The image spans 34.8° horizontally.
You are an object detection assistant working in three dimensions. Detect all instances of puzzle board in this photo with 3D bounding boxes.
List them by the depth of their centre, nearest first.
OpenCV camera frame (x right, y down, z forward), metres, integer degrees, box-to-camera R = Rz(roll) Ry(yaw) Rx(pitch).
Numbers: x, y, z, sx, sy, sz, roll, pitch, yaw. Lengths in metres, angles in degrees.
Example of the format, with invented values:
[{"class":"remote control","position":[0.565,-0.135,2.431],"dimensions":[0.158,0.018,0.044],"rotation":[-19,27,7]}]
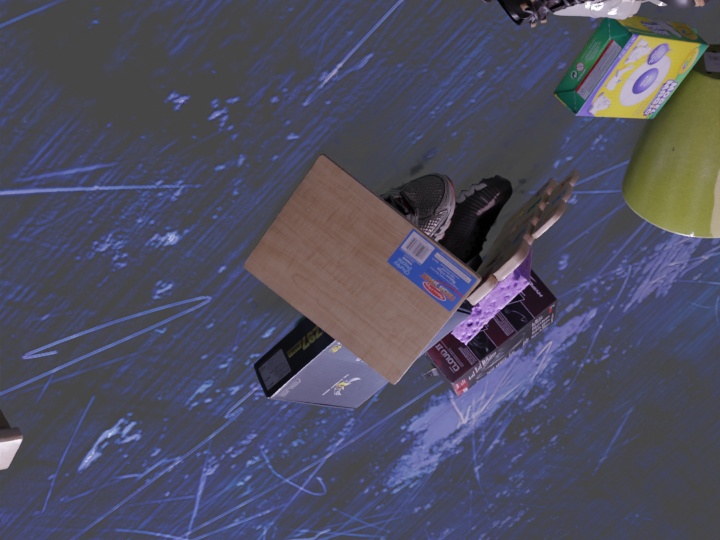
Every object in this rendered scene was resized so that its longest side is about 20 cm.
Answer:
[{"class":"puzzle board","position":[0.000,0.000,1.152],"dimensions":[0.151,0.200,0.017],"rotation":[-52,179,23]}]

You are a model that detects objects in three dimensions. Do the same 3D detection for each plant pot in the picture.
[{"class":"plant pot","position":[0.440,-0.177,1.455],"dimensions":[0.187,0.187,0.200],"rotation":[-24,135,-27]}]

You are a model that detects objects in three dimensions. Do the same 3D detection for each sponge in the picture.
[{"class":"sponge","position":[0.165,0.012,1.415],"dimensions":[0.112,0.030,0.200],"rotation":[-48,-174,21]}]

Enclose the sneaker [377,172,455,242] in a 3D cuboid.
[{"class":"sneaker","position":[0.016,-0.042,1.216],"dimensions":[0.200,0.078,0.082],"rotation":[-34,151,-10]}]

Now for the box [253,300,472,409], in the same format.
[{"class":"box","position":[0.004,0.076,1.268],"dimensions":[0.200,0.051,0.158],"rotation":[-41,149,24]}]

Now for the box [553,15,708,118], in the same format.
[{"class":"box","position":[0.324,-0.234,1.339],"dimensions":[0.200,0.048,0.117],"rotation":[-9,140,-47]}]

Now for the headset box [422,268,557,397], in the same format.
[{"class":"headset box","position":[0.169,0.090,1.574],"dimensions":[0.200,0.077,0.149],"rotation":[-37,164,-1]}]

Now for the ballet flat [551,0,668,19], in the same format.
[{"class":"ballet flat","position":[0.281,-0.293,1.178],"dimensions":[0.200,0.069,0.069],"rotation":[-22,148,-29]}]

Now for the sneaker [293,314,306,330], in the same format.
[{"class":"sneaker","position":[0.004,0.025,1.303],"dimensions":[0.200,0.078,0.086],"rotation":[-49,148,17]}]

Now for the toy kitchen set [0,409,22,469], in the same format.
[{"class":"toy kitchen set","position":[-0.346,0.127,0.931],"dimensions":[0.200,0.163,0.181],"rotation":[-4,137,-48]}]

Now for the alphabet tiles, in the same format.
[{"class":"alphabet tiles","position":[0.183,-0.038,1.374],"dimensions":[0.196,0.015,0.200],"rotation":[-45,-174,37]}]

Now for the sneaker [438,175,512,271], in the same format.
[{"class":"sneaker","position":[0.116,-0.021,1.352],"dimensions":[0.200,0.091,0.066],"rotation":[-44,150,9]}]

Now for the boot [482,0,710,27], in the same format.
[{"class":"boot","position":[0.203,-0.247,1.013],"dimensions":[0.138,0.200,0.077],"rotation":[-38,127,3]}]
